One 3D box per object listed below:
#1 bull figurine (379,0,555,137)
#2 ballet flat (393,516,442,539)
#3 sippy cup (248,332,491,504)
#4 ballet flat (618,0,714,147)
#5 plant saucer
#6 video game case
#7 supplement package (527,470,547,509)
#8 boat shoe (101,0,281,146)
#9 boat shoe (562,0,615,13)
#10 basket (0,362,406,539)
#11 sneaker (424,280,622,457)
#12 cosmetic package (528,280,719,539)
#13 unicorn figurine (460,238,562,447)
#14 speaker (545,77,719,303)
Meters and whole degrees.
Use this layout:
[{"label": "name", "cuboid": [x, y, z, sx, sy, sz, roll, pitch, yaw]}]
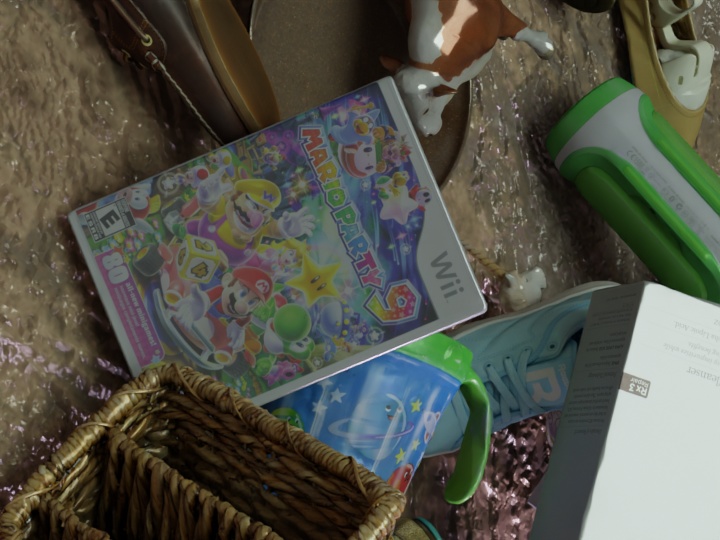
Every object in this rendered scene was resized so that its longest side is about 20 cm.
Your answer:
[{"label": "bull figurine", "cuboid": [0.065, -0.186, 1.280, 0.121, 0.065, 0.201, 0, 88, -49]}, {"label": "ballet flat", "cuboid": [0.054, 0.250, 1.276, 0.071, 0.071, 0.200, -45, 117, -38]}, {"label": "sippy cup", "cuboid": [-0.015, 0.090, 1.181, 0.140, 0.177, 0.131, 54, 54, -75]}, {"label": "ballet flat", "cuboid": [0.232, -0.180, 1.492, 0.069, 0.063, 0.200, -28, 105, -42]}, {"label": "plant saucer", "cuboid": [-0.007, -0.128, 1.270, 0.200, 0.037, 0.201, 6, 81, -43]}, {"label": "video game case", "cuboid": [-0.047, -0.005, 1.113, 0.018, 0.200, 0.143, 4, 64, -86]}, {"label": "supplement package", "cuboid": [0.245, 0.149, 1.379, 0.200, 0.111, 0.156, 26, 99, -46]}, {"label": "boat shoe", "cuboid": [-0.116, -0.153, 1.147, 0.200, 0.070, 0.070, 62, 16, -15]}, {"label": "boat shoe", "cuboid": [0.130, -0.274, 1.396, 0.201, 0.072, 0.066, 51, 59, -23]}, {"label": "basket", "cuboid": [-0.096, 0.155, 1.014, 0.143, 0.200, 0.149, -15, 122, -42]}, {"label": "sneaker", "cuboid": [0.107, 0.064, 1.281, 0.200, 0.082, 0.074, -29, 103, -10]}, {"label": "cosmetic package", "cuboid": [0.180, 0.118, 1.214, 0.113, 0.081, 0.200, 17, 78, -16]}, {"label": "unicorn figurine", "cuboid": [0.156, 0.062, 1.379, 0.137, 0.074, 0.200, -16, 102, -34]}, {"label": "speaker", "cuboid": [0.222, -0.040, 1.394, 0.088, 0.088, 0.200, -30, 74, -42]}]
